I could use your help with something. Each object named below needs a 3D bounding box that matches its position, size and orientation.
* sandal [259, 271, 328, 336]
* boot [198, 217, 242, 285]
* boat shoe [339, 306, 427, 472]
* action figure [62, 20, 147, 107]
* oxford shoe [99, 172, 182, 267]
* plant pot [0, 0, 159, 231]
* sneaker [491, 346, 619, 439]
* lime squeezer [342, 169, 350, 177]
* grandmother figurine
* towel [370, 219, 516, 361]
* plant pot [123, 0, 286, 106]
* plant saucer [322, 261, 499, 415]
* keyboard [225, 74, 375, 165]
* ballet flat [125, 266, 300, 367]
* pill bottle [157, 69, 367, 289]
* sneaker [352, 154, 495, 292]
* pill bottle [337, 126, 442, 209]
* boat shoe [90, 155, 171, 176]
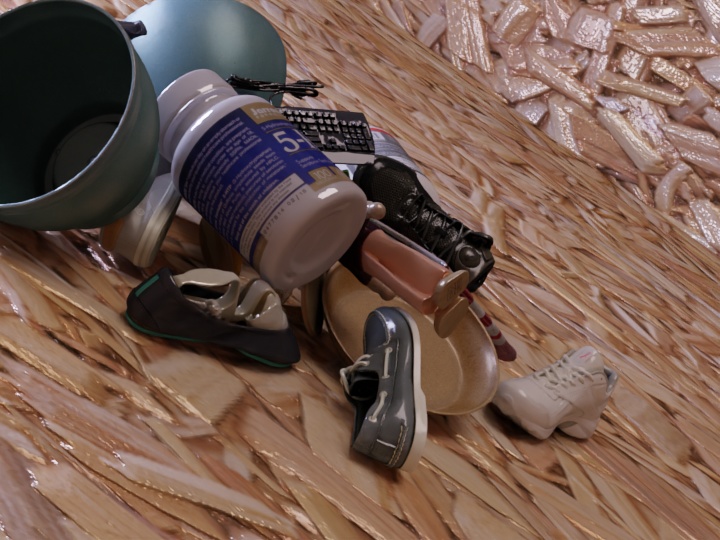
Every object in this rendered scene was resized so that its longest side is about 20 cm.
[{"bbox_3d":[-0.065,0.020,1.668,0.070,0.078,0.212,3,4,9],"label":"sandal"},{"bbox_3d":[-0.088,-0.062,1.690,0.144,0.071,0.201,2,43,-19],"label":"boot"},{"bbox_3d":[0.015,0.095,1.507,0.062,0.073,0.200,12,35,-15],"label":"boat shoe"},{"bbox_3d":[-0.303,-0.172,1.660,0.193,0.200,0.105,-28,102,-68],"label":"action figure"},{"bbox_3d":[-0.201,-0.057,1.591,0.058,0.075,0.200,20,18,-2],"label":"oxford shoe"},{"bbox_3d":[-0.254,-0.115,1.476,0.200,0.200,0.134,42,-4,32],"label":"plant pot"},{"bbox_3d":[0.207,0.118,1.790,0.078,0.099,0.200,40,17,27],"label":"sneaker"},{"bbox_3d":[0.000,0.000,1.750,0.071,0.038,0.200,27,51,-63],"label":"lime squeezer"},{"bbox_3d":[0.009,-0.019,1.590,0.200,0.121,0.061,30,45,30],"label":"grandmother figurine"},{"bbox_3d":[0.079,0.020,1.822,0.144,0.023,0.200,32,-11,39],"label":"towel"},{"bbox_3d":[-0.174,-0.177,1.832,0.200,0.200,0.135,24,39,-30],"label":"plant pot"},{"bbox_3d":[0.042,0.069,1.653,0.200,0.035,0.200,24,37,-20],"label":"plant saucer"},{"bbox_3d":[-0.084,-0.159,1.748,0.200,0.021,0.127,2,46,-29],"label":"keyboard"},{"bbox_3d":[-0.112,0.036,1.478,0.200,0.073,0.073,17,21,-45],"label":"ballet flat"},{"bbox_3d":[-0.100,-0.088,1.549,0.200,0.120,0.120,44,18,23],"label":"pill bottle"},{"bbox_3d":[0.077,-0.047,1.821,0.114,0.076,0.199,18,-27,53],"label":"sneaker"},{"bbox_3d":[0.028,-0.083,2.035,0.116,0.116,0.200,24,18,-30],"label":"pill bottle"},{"bbox_3d":[-0.241,-0.116,1.711,0.086,0.075,0.202,28,19,23],"label":"boat shoe"}]
